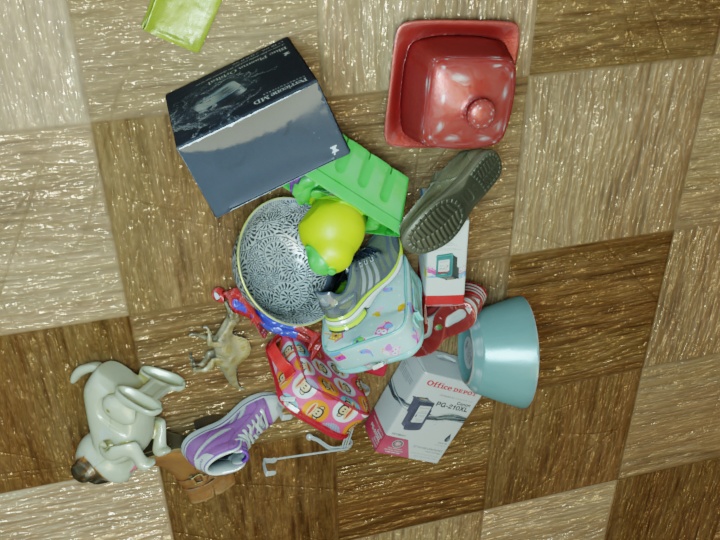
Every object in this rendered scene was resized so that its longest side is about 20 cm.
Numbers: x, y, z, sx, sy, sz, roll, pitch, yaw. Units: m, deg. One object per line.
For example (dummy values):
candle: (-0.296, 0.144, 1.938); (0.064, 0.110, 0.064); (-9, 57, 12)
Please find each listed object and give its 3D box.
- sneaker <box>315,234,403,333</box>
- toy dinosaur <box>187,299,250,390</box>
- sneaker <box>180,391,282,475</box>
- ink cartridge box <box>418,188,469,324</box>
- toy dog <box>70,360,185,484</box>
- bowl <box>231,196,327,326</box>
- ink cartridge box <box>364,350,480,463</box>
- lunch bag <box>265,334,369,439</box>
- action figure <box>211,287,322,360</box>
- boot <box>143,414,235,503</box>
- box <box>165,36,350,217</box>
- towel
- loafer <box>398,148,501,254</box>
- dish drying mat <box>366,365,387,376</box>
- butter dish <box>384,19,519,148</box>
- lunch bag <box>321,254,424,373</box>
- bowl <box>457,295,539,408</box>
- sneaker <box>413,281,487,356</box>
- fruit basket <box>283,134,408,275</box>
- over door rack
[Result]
sneaker: (0.000, 0.000, 1.271); (0.200, 0.074, 0.081); (-58, 136, -32)
toy dinosaur: (-0.235, 0.147, 1.392); (0.101, 0.058, 0.200); (-7, 123, -15)
sneaker: (-0.198, 0.290, 1.430); (0.200, 0.114, 0.073); (-32, 119, -28)
ink cartridge box: (0.134, -0.023, 1.359); (0.067, 0.116, 0.200); (-2, 123, -1)
toy dog: (-0.405, 0.263, 1.354); (0.194, 0.140, 0.200); (20, 107, -4)
bowl: (-0.129, -0.007, 1.285); (0.201, 0.094, 0.201); (9, 76, -39)
ink cartridge box: (0.121, 0.255, 1.558); (0.145, 0.084, 0.200); (16, 115, -27)
lunch bag: (-0.082, 0.174, 1.371); (0.176, 0.200, 0.082); (35, 105, -29)
action figure: (-0.155, 0.078, 1.319); (0.052, 0.200, 0.065); (-55, 162, -17)
boot: (-0.323, 0.357, 1.482); (0.200, 0.074, 0.155); (-14, 120, -13)
box: (-0.143, -0.199, 1.113); (0.197, 0.200, 0.117); (-26, 126, -1)
towel: (-0.211, -0.390, 1.080); (0.086, 0.018, 0.200); (19, 114, -26)
loafer: (0.129, -0.105, 1.237); (0.200, 0.067, 0.076); (-44, 125, -10)
dish drying mat: (0.024, 0.098, 1.455); (0.077, 0.018, 0.200); (13, 121, 3)
butter dish: (0.151, -0.251, 1.206); (0.200, 0.148, 0.200); (-4, 123, -16)
lunch bag: (0.024, 0.068, 1.310); (0.160, 0.200, 0.077); (-16, 130, 16)
bowl: (0.236, 0.145, 1.463); (0.105, 0.201, 0.201); (0, 122, -8)
sneaker: (0.145, 0.085, 1.464); (0.200, 0.116, 0.078); (-23, 98, 39)
fruit basket: (-0.041, -0.087, 1.222); (0.215, 0.155, 0.216); (-4, 98, -31)
over door rack: (-0.087, 0.277, 1.507); (0.200, 0.067, 0.148); (-9, 127, -37)
